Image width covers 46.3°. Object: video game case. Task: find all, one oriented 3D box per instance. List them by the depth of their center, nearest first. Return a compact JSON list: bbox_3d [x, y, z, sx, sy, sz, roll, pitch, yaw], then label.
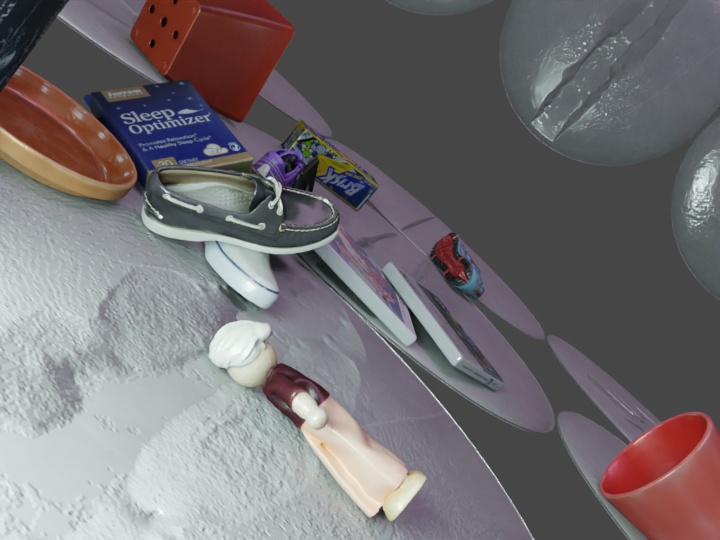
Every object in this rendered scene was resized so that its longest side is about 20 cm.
[{"bbox_3d":[0.000,0.000,1.190,0.200,0.023,0.182,46,10,-16],"label":"video game case"},{"bbox_3d":[0.128,0.088,1.288,0.200,0.023,0.182,54,12,33],"label":"video game case"}]

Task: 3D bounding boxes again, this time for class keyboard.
[{"bbox_3d":[-0.093,-0.104,1.166,0.040,0.104,0.200,14,12,1],"label":"keyboard"}]

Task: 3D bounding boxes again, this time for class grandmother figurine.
[{"bbox_3d":[-0.039,0.113,0.665,0.200,0.061,0.121,40,-16,7],"label":"grandmother figurine"}]

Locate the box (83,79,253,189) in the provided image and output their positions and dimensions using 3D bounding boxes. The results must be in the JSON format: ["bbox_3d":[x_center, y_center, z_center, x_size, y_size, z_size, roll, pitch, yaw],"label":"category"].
[{"bbox_3d":[-0.223,-0.163,0.952,0.121,0.032,0.200,-17,50,-33],"label":"box"}]

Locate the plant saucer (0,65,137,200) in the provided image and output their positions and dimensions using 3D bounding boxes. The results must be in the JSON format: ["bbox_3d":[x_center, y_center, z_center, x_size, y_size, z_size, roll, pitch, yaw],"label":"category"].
[{"bbox_3d":[-0.294,-0.131,0.760,0.200,0.032,0.200,40,11,-10],"label":"plant saucer"}]

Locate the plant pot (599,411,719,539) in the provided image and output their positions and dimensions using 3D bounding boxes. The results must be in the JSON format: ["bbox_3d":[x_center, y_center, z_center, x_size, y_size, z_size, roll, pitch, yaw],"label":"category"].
[{"bbox_3d":[0.487,0.337,1.244,0.177,0.200,0.200,51,12,1],"label":"plant pot"}]

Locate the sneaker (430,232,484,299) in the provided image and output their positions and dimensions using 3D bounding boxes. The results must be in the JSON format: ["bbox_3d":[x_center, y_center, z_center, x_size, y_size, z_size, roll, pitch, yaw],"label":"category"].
[{"bbox_3d":[0.218,-0.003,1.868,0.096,0.079,0.200,45,17,-33],"label":"sneaker"}]

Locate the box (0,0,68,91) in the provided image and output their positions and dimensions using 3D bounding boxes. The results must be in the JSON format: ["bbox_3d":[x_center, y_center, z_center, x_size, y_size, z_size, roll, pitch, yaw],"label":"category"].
[{"bbox_3d":[-0.280,-0.164,0.522,0.117,0.197,0.200,39,12,-17],"label":"box"}]

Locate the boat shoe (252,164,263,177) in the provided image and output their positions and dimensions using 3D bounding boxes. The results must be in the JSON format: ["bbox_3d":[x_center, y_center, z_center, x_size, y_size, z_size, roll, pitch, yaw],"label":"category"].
[{"bbox_3d":[-0.137,-0.080,1.016,0.200,0.076,0.074,34,-21,4],"label":"boat shoe"}]

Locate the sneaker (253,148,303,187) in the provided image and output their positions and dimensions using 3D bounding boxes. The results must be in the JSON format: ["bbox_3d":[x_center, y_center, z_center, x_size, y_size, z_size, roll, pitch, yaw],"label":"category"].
[{"bbox_3d":[-0.107,-0.141,1.260,0.081,0.083,0.200,43,11,5],"label":"sneaker"}]

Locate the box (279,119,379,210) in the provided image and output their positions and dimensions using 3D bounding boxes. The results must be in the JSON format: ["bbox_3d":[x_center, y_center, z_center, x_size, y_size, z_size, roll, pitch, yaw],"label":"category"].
[{"bbox_3d":[-0.060,-0.208,1.672,0.200,0.070,0.064,36,15,-28],"label":"box"}]

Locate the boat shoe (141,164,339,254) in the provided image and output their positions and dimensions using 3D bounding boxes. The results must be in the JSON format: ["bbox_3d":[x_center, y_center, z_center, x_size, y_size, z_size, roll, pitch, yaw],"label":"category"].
[{"bbox_3d":[-0.111,-0.066,0.825,0.200,0.060,0.074,7,49,-17],"label":"boat shoe"}]

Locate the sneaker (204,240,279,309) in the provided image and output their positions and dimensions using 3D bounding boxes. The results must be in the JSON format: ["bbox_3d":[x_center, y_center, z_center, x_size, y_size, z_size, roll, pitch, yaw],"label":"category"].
[{"bbox_3d":[-0.122,-0.038,0.882,0.073,0.071,0.200,32,15,-39],"label":"sneaker"}]

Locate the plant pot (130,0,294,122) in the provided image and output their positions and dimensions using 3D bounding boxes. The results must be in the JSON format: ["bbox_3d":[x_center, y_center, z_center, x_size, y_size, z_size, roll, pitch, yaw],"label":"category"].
[{"bbox_3d":[-0.271,-0.405,1.449,0.176,0.200,0.200,6,37,-51],"label":"plant pot"}]
